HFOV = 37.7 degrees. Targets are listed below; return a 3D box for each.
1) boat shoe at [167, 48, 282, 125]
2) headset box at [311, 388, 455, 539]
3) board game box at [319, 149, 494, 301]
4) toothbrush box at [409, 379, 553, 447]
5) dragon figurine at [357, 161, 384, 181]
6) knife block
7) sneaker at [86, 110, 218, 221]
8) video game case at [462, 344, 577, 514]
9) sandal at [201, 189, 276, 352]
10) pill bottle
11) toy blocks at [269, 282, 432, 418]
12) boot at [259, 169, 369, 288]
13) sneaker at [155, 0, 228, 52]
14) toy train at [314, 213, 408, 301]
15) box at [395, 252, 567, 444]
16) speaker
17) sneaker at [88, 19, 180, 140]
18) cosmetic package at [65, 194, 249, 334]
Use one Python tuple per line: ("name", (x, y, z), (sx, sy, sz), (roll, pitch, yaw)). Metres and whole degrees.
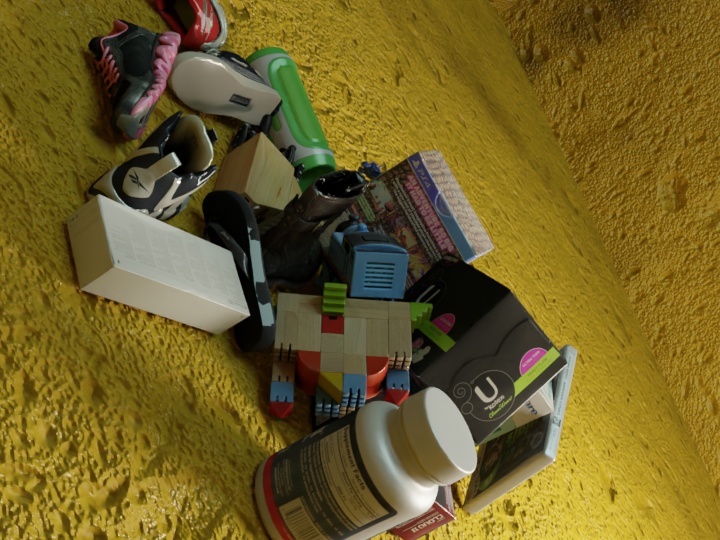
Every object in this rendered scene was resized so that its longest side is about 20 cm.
("boat shoe", (-0.194, -0.254, 1.377), (0.093, 0.075, 0.200), (50, 16, 29))
("headset box", (0.032, 0.211, 1.239), (0.200, 0.075, 0.149), (45, 25, -33))
("board game box", (0.052, -0.046, 1.448), (0.160, 0.200, 0.097), (61, 22, 3))
("toothbrush box", (0.148, 0.155, 1.398), (0.085, 0.200, 0.147), (52, 22, -19))
("dragon figurine", (0.045, -0.088, 1.622), (0.200, 0.099, 0.059), (40, 29, -41))
("knife block", (-0.138, -0.130, 1.325), (0.200, 0.064, 0.176), (10, 53, -62))
("sneaker", (-0.187, -0.113, 1.104), (0.080, 0.129, 0.199), (60, 21, -1))
("video game case", (0.213, 0.214, 1.418), (0.023, 0.200, 0.182), (30, 49, -10))
("sandal", (-0.140, -0.007, 1.157), (0.043, 0.076, 0.201), (2, 56, -38))
("pill bottle", (0.007, 0.197, 1.034), (0.120, 0.200, 0.120), (47, 24, -29))
("toy blocks", (-0.021, 0.099, 1.155), (0.100, 0.199, 0.137), (100, -8, -51))
("boot", (-0.052, -0.053, 1.243), (0.069, 0.174, 0.200), (51, 25, 8))
("sneaker", (-0.245, -0.382, 1.409), (0.085, 0.077, 0.200), (-11, 69, -57))
("toy train", (0.000, 0.000, 1.320), (0.086, 0.115, 0.200), (5, 16, -15))
("box", (0.124, 0.089, 1.277), (0.124, 0.148, 0.200), (49, -4, -21))
("speaker", (-0.103, -0.212, 1.482), (0.088, 0.088, 0.201), (16, 47, -60))
("sneaker", (-0.264, -0.220, 1.180), (0.095, 0.079, 0.200), (26, 33, -18))
("cosmetic package", (-0.197, 0.000, 1.045), (0.200, 0.051, 0.083), (27, 36, -54))
